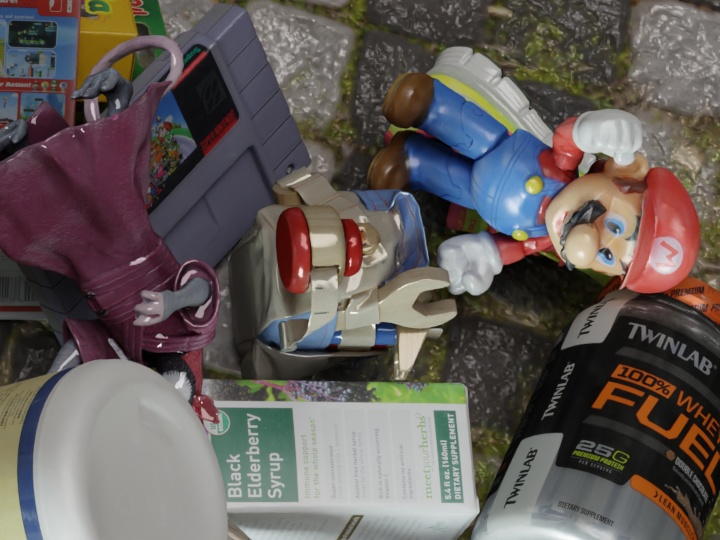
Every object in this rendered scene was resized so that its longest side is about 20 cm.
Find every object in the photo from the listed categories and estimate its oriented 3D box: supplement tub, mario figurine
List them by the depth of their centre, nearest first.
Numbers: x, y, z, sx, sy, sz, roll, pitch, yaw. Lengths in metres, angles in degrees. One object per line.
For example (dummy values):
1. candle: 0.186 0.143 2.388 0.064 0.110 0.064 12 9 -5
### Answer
1. supplement tub: -0.183 0.132 1.448 0.144 0.199 0.145 33 50 -50
2. mario figurine: 0.097 -0.041 1.625 0.199 0.124 0.106 22 70 17
3. supplement tub: 0.150 0.104 1.638 0.122 0.123 0.201 27 57 -2

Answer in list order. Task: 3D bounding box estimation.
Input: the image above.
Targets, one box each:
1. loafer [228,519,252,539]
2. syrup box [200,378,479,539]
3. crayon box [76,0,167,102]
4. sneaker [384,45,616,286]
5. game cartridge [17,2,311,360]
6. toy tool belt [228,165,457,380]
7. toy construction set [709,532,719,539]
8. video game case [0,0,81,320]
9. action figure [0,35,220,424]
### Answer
1. loafer: -0.047 0.186 1.529 0.201 0.063 0.072 56 20 -13
2. syrup box: -0.041 0.112 1.613 0.199 0.081 0.079 2 66 -15
3. crayon box: -0.206 -0.154 1.672 0.199 0.051 0.127 1 36 -15
4. sneaker: 0.095 -0.041 1.723 0.200 0.078 0.090 42 65 17
5. game cartridge: -0.114 -0.046 1.643 0.038 0.130 0.200 21 58 35
6. toy tool belt: 0.000 0.000 1.609 0.122 0.200 0.126 -5 78 -14
7. toy construction set: 0.253 0.203 1.641 0.130 0.092 0.201 0 67 -25
8. video game case: -0.233 -0.070 1.610 0.142 0.017 0.201 1 106 -14
9. action figure: -0.131 -0.001 1.543 0.201 0.133 0.149 60 35 -19
